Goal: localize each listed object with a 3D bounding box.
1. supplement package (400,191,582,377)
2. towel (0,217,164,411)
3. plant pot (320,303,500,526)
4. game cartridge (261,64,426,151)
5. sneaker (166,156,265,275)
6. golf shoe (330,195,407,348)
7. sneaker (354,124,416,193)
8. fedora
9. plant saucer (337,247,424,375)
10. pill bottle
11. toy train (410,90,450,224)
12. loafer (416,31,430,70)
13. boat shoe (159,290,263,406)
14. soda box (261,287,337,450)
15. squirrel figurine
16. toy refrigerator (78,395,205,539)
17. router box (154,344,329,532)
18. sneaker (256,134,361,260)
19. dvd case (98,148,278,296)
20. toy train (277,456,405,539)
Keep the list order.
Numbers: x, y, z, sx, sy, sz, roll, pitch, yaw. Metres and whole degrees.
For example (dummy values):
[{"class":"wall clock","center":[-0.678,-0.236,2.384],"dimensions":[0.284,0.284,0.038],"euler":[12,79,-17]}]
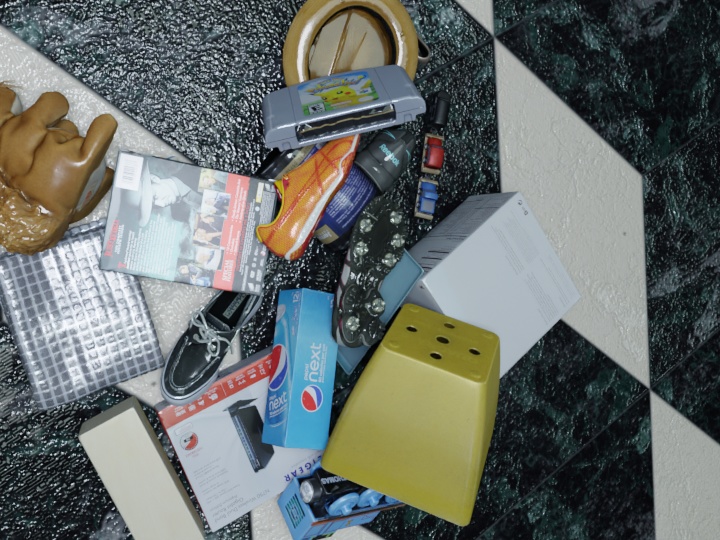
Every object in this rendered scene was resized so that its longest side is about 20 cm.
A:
[{"class":"supplement package","center":[0.175,0.023,1.088],"dimensions":[0.199,0.147,0.192],"euler":[-40,106,-17]},{"class":"towel","center":[-0.345,0.051,0.904],"dimensions":[0.164,0.085,0.203],"euler":[-20,99,-22]},{"class":"plant pot","center":[0.085,0.163,0.953],"dimensions":[0.197,0.200,0.179],"euler":[19,115,11]},{"class":"game cartridge","center":[-0.027,-0.209,0.928],"dimensions":[0.197,0.134,0.041],"euler":[-14,121,-3]},{"class":"sneaker","center":[-0.196,-0.059,0.945],"dimensions":[0.200,0.072,0.072],"euler":[46,54,0]},{"class":"golf shoe","center":[0.000,0.000,0.953],"dimensions":[0.076,0.088,0.203],"euler":[23,71,-22]},{"class":"sneaker","center":[0.041,-0.153,1.000],"dimensions":[0.075,0.200,0.079],"euler":[44,97,-8]},{"class":"fedora","center":[-0.018,-0.293,1.024],"dimensions":[0.197,0.082,0.204],"euler":[-3,104,-11]},{"class":"plant saucer","center":[0.017,0.051,1.019],"dimensions":[0.019,0.070,0.201],"euler":[-6,137,-50]},{"class":"pill bottle","center":[-0.038,-0.100,1.015],"dimensions":[0.200,0.112,0.112],"euler":[43,76,-17]},{"class":"toy train","center":[0.108,-0.171,1.110],"dimensions":[0.034,0.046,0.204],"euler":[9,88,-22]},{"class":"loafer","center":[0.031,-0.372,1.062],"dimensions":[0.200,0.063,0.072],"euler":[45,75,-18]},{"class":"boat shoe","center":[-0.191,0.082,0.957],"dimensions":[0.073,0.068,0.200],"euler":[36,67,7]},{"class":"soda box","center":[-0.076,0.129,0.974],"dimensions":[0.067,0.064,0.204],"euler":[13,77,-35]},{"class":"squirrel figurine","center":[-0.401,-0.122,0.842],"dimensions":[0.185,0.142,0.202],"euler":[30,69,-6]},{"class":"toy refrigerator","center":[-0.278,0.271,0.949],"dimensions":[0.075,0.070,0.202],"euler":[-27,101,-12]},{"class":"router box","center":[-0.152,0.221,1.009],"dimensions":[0.198,0.049,0.182],"euler":[-26,101,-20]},{"class":"sneaker","center":[-0.061,-0.112,0.910],"dimensions":[0.076,0.073,0.202],"euler":[31,73,1]},{"class":"dvd case","center":[-0.207,-0.056,0.904],"dimensions":[0.197,0.022,0.149],"euler":[9,88,-18]},{"class":"toy train","center":[-0.015,0.309,1.030],"dimensions":[0.198,0.087,0.115],"euler":[4,133,-43]}]
